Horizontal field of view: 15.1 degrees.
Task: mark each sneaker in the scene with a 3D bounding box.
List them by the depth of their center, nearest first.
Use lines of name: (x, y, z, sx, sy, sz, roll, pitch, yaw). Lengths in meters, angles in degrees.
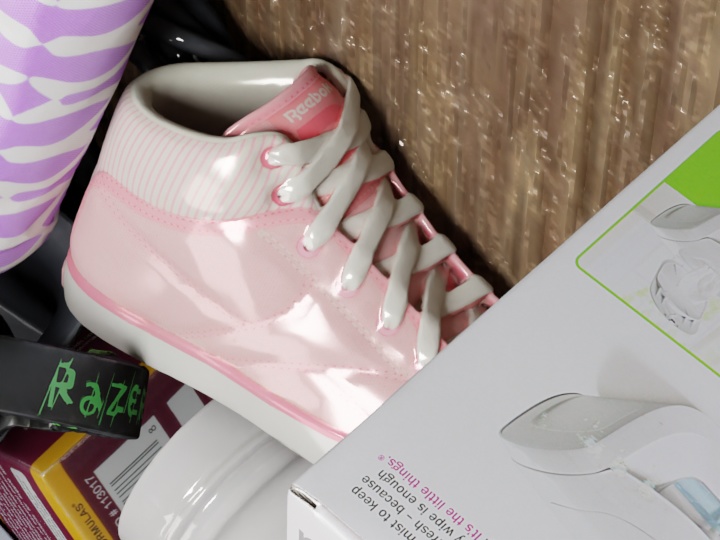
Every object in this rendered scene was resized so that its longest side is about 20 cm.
sneaker: (0.000, 0.000, 0.855, 0.199, 0.075, 0.105, 25, 125, 15)

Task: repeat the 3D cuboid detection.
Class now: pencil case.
pencil case: (-0.109, -0.082, 0.838, 0.085, 0.084, 0.200, 17, 136, -12)

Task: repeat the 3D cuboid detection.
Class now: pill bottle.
pill bottle: (0.007, 0.137, 1.013, 0.200, 0.113, 0.113, 42, 157, 17)

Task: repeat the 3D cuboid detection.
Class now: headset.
headset: (-0.163, 0.017, 0.906, 0.199, 0.095, 0.123, 5, 173, 25)

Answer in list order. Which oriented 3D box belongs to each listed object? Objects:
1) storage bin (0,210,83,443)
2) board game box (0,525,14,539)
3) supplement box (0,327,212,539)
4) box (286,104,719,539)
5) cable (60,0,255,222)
storage bin: (-0.197, -0.003, 1.037, 0.199, 0.146, 0.134, 34, 168, 5)
board game box: (-0.181, 0.165, 1.285, 0.200, 0.041, 0.200, 48, 159, 3)
supplement box: (-0.132, 0.082, 1.223, 0.200, 0.086, 0.111, 16, 143, 54)
box: (0.113, 0.077, 0.631, 0.200, 0.176, 0.097, 39, 156, 23)
cable: (-0.087, -0.064, 0.968, 0.163, 0.051, 0.201, 46, 156, 30)
